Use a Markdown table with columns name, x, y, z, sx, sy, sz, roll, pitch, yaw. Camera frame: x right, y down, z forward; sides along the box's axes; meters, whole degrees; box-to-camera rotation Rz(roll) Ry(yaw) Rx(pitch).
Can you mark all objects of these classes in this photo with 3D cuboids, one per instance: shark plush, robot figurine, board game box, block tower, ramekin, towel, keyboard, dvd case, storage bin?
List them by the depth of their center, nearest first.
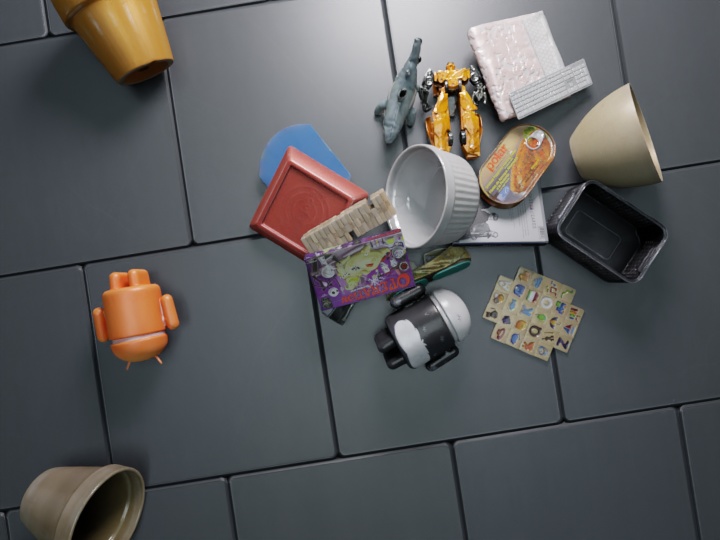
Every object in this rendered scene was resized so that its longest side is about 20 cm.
| name | x | y | z | sx | sy | sz | roll | pitch | yaw |
| --- | --- | --- | --- | --- | --- | --- | --- | --- | --- |
| board game box | 0.000 | 0.000 | 1.008 | 0.198 | 0.032 | 0.121 | -16 | 117 | 4 |
| ramekin | 0.145 | -0.143 | 1.011 | 0.104 | 0.199 | 0.203 | 0 | 89 | -32 |
| block tower | -0.028 | -0.089 | 1.016 | 0.199 | 0.054 | 0.058 | -31 | 105 | 9 |
| shark plush | 0.096 | -0.360 | 1.033 | 0.090 | 0.084 | 0.201 | 29 | 123 | -5 |
| robot figurine | 0.128 | 0.121 | 1.044 | 0.199 | 0.151 | 0.125 | -30 | 53 | 1 |
| robot figurine | -0.467 | 0.101 | 1.054 | 0.143 | 0.116 | 0.202 | -10 | 89 | -39 |
| storage bin | 0.502 | -0.077 | 1.054 | 0.199 | 0.094 | 0.136 | 34 | 90 | 0 |
| keyboard | 0.397 | -0.378 | 1.056 | 0.199 | 0.011 | 0.057 | -27 | 93 | -13 |
| towel | 0.339 | -0.434 | 1.069 | 0.189 | 0.032 | 0.202 | -21 | 89 | -14 |
| dvd case | 0.286 | -0.124 | 1.069 | 0.197 | 0.025 | 0.152 | 0 | 71 | 0 |
| robot figurine | 0.195 | -0.336 | 1.078 | 0.143 | 0.058 | 0.203 | -4 | 90 | 0 |
| board game box | -0.118 | -0.205 | 1.087 | 0.158 | 0.039 | 0.200 | -39 | 94 | 15 |

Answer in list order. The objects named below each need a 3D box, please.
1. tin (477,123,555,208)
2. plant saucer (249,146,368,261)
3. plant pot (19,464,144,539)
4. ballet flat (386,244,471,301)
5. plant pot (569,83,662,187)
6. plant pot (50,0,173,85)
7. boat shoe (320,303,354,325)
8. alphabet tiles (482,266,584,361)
| name | x | y | z | sx | sy | sz | roll | pitch | yaw |
| --- | --- | --- | --- | --- | --- | --- | --- | --- | --- |
| tin | 0.324 | -0.218 | 1.065 | 0.112 | 0.042 | 0.200 | 38 | 79 | 7 |
| plant saucer | -0.115 | -0.123 | 1.065 | 0.199 | 0.037 | 0.201 | 31 | 105 | 0 |
| plant pot | -0.574 | 0.483 | 1.027 | 0.172 | 0.200 | 0.202 | 8 | 89 | 17 |
| ballet flat | 0.136 | 0.000 | 1.077 | 0.198 | 0.071 | 0.071 | -26 | 89 | 1 |
| plant pot | 0.505 | -0.250 | 1.024 | 0.134 | 0.200 | 0.202 | -19 | 89 | 34 |
| plant pot | -0.482 | -0.492 | 1.032 | 0.199 | 0.200 | 0.185 | -25 | 104 | 0 |
| boat shoe | -0.003 | 0.025 | 1.070 | 0.068 | 0.074 | 0.200 | 34 | 92 | -6 |
| alphabet tiles | 0.373 | 0.093 | 1.097 | 0.198 | 0.006 | 0.168 | 22 | 90 | 1 |
